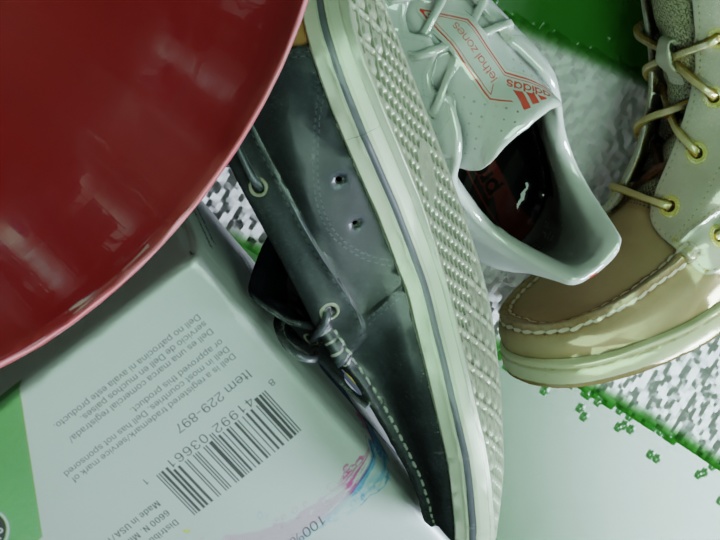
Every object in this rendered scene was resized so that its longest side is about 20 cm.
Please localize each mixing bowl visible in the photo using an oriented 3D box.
[{"bbox_3d":[-0.114,-0.080,0.629,0.200,0.108,0.201,-38,150,-27],"label":"mixing bowl"}]

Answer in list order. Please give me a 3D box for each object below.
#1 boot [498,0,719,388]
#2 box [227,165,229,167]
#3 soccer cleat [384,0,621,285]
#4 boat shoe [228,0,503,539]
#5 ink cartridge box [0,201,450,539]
[{"bbox_3d":[0.114,-0.063,0.899,0.199,0.072,0.156,-32,121,-21],"label":"boot"},{"bbox_3d":[-0.046,-0.136,0.806,0.142,0.036,0.202,9,104,-32],"label":"box"},{"bbox_3d":[0.021,-0.074,0.795,0.069,0.085,0.201,-40,124,-11],"label":"soccer cleat"},{"bbox_3d":[0.000,0.000,0.767,0.062,0.075,0.201,-14,118,13],"label":"boat shoe"},{"bbox_3d":[-0.060,0.083,0.830,0.145,0.088,0.200,-38,121,5],"label":"ink cartridge box"}]
